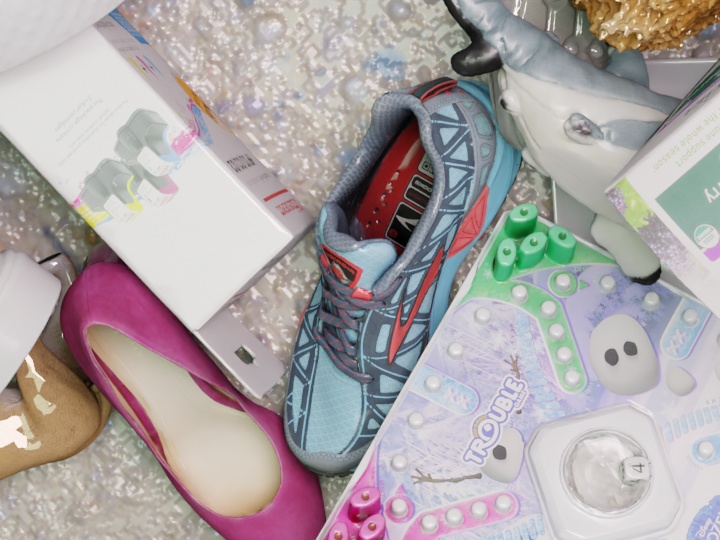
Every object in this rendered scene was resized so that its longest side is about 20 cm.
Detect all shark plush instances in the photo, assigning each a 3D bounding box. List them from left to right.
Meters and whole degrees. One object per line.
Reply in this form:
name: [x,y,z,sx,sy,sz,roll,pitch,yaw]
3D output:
shark plush: [0.105,-0.073,1.260,0.200,0.091,0.083,31,62,-4]

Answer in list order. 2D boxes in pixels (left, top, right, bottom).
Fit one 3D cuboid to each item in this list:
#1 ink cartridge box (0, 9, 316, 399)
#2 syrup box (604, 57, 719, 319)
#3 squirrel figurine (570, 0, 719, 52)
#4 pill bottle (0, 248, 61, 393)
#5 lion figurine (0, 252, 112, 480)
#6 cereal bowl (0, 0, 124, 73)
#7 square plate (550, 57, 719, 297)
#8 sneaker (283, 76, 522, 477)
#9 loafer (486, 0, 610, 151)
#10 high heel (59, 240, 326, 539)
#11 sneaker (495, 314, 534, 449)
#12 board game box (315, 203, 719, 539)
ink cartridge box: [-0.087,-0.039,1.313,0.068,0.115,0.200,-43,90,7]
syrup box: [0.185,-0.063,1.193,0.081,0.200,0.079,47,124,0]
squirrel figurine: [0.158,-0.181,1.188,0.141,0.187,0.200,15,87,-26]
pill bottle: [-0.239,-0.016,1.267,0.200,0.112,0.112,35,101,-14]
lion figurine: [-0.187,0.080,1.367,0.200,0.072,0.123,-26,96,8]
cereal bowl: [-0.180,-0.172,1.263,0.200,0.200,0.083,-18,129,10]
square plate: [0.190,-0.004,1.322,0.198,0.028,0.200,-2,97,9]
sneaker: [0.000,0.000,1.310,0.079,0.095,0.200,23,97,28]
loafer: [0.082,-0.153,1.297,0.070,0.070,0.200,4,89,-32]
high heel: [-0.075,0.079,1.322,0.067,0.096,0.200,-23,109,10]
sneaker: [0.043,0.113,1.341,0.088,0.075,0.200,11,100,19]
board game box: [0.111,0.091,1.263,0.200,0.026,0.200,28,69,7]
